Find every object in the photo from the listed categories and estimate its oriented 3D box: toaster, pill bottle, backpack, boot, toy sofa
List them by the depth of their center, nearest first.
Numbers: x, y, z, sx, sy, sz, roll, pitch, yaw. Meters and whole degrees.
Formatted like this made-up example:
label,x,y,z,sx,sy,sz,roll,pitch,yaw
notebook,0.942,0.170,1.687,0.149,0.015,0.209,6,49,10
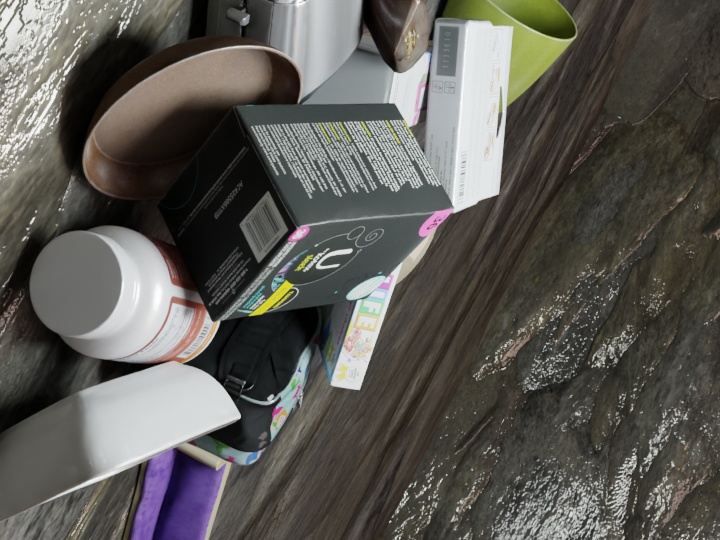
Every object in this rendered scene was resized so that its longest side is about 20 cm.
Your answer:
label,x,y,z,sx,sy,sz,roll,pitch,yaw
pill bottle,-0.203,0.023,1.089,0.113,0.111,0.200,-64,164,-1
toaster,-0.062,-0.247,1.141,0.200,0.112,0.130,-49,156,-42
boot,0.020,-0.308,1.171,0.063,0.202,0.187,-14,149,-11
backpack,-0.135,0.088,1.299,0.201,0.175,0.152,-62,171,-47
toy sofa,-0.219,0.286,1.495,0.097,0.082,0.202,-36,148,-62

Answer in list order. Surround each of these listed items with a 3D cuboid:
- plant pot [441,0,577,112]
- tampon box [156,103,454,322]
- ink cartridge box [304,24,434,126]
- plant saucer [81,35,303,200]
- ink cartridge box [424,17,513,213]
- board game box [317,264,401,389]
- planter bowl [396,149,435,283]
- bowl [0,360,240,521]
label,x,y,z,sx,sy,sz,roll,pitch,yaw
plant pot,0.173,-0.303,1.763,0.201,0.186,0.187,-56,171,32
tampon box,-0.047,-0.054,1.117,0.198,0.127,0.150,-8,152,-45
ink cartridge box,0.003,-0.210,1.340,0.200,0.143,0.086,-28,133,-65
plant saucer,-0.143,-0.131,1.043,0.198,0.035,0.201,-24,158,-10
ink cartridge box,0.120,-0.175,1.389,0.173,0.043,0.203,-24,120,-67
board game box,0.000,0.000,1.285,0.135,0.034,0.202,-112,-143,-61
planter bowl,-0.025,-0.085,1.406,0.134,0.199,0.202,30,85,-52
bowl,-0.230,0.147,1.112,0.199,0.076,0.199,-28,173,36
